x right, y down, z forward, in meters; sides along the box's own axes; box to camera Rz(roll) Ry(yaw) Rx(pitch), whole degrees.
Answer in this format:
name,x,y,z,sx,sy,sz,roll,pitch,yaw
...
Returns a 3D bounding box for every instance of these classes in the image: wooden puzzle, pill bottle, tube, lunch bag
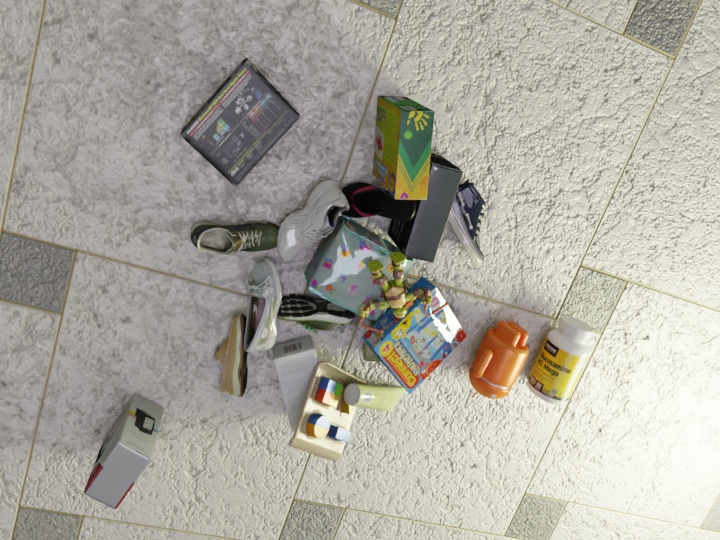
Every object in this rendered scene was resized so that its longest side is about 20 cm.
name,x,y,z,sx,sy,sz,roll,pitch,yaw
wooden puzzle,-0.064,0.331,1.553,0.185,0.046,0.204,36,72,-47
pill bottle,0.499,0.221,1.669,0.110,0.113,0.204,14,107,-16
tube,0.038,0.304,1.608,0.057,0.053,0.198,-18,158,34
lunch bag,0.000,0.000,1.474,0.197,0.122,0.172,28,103,-17

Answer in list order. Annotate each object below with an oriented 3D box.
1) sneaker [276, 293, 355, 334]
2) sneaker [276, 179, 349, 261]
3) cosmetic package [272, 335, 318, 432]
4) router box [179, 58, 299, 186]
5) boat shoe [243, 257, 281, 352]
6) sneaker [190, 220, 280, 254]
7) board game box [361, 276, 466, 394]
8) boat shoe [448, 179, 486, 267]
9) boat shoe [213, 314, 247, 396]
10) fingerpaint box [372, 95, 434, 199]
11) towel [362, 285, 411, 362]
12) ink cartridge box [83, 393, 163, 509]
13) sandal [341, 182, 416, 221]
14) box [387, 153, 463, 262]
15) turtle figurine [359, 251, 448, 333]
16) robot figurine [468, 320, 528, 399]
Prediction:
name,x,y,z,sx,sy,sz,roll,pitch,yaw
sneaker,-0.111,0.114,1.528,0.195,0.078,0.090,6,127,-9
sneaker,-0.103,-0.097,1.424,0.201,0.087,0.074,-51,140,11
cosmetic package,-0.138,0.266,1.574,0.099,0.071,0.204,-13,113,-8
router box,-0.240,-0.294,1.342,0.200,0.062,0.150,-44,114,7
boat shoe,-0.219,0.076,1.465,0.064,0.074,0.207,-6,107,-46
sneaker,-0.258,-0.061,1.412,0.195,0.090,0.069,2,110,-13
board game box,0.128,0.152,1.540,0.196,0.056,0.201,-44,131,-7
boat shoe,0.254,-0.107,1.510,0.092,0.075,0.202,-29,113,9
boat shoe,-0.296,0.193,1.519,0.074,0.072,0.205,7,109,3
fingerpaint box,0.084,-0.251,1.351,0.071,0.200,0.171,-1,111,-12
towel,0.091,0.131,1.590,0.145,0.037,0.204,11,107,-17
ink cartridge box,-0.514,0.390,1.473,0.082,0.200,0.147,33,101,-19
sandal,0.024,-0.144,1.405,0.045,0.197,0.077,-2,100,-56
box,0.135,-0.140,1.437,0.077,0.142,0.204,12,109,-15
turtle figurine,0.081,0.041,1.421,0.195,0.065,0.164,-12,123,7
robot figurine,0.336,0.224,1.634,0.115,0.144,0.204,23,105,4
